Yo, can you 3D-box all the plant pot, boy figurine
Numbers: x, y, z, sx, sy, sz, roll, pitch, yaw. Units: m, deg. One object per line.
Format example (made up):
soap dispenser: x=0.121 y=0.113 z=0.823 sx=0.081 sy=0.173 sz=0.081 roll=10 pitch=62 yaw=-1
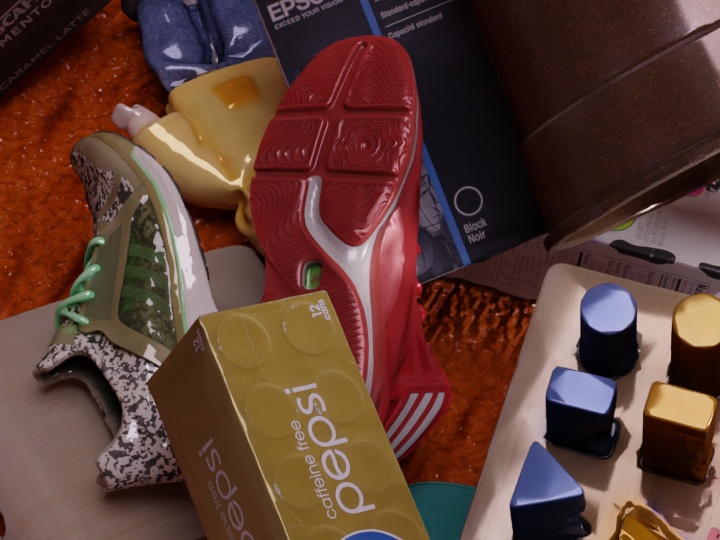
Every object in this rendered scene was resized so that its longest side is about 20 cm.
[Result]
plant pot: x=0.130 y=-0.140 z=1.338 sx=0.199 sy=0.200 sz=0.199 roll=-25 pitch=86 yaw=-21
boy figurine: x=-0.063 y=-0.077 z=1.479 sx=0.123 sy=0.065 sz=0.201 roll=-9 pitch=56 yaw=-22

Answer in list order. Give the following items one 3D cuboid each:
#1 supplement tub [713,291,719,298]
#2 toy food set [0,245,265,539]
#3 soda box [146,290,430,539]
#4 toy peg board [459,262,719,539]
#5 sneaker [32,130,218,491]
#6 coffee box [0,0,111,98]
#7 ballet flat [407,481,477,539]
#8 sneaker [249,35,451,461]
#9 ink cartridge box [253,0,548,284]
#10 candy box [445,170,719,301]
supplement tub: x=0.213 y=0.115 z=1.337 sx=0.145 sy=0.146 sz=0.200 roll=-29 pitch=64 yaw=-23
toy food set: x=-0.097 y=0.079 z=1.385 sx=0.199 sy=0.061 sz=0.144 roll=-19 pitch=61 yaw=-28
soda box: x=-0.018 y=0.113 z=1.217 sx=0.067 sy=0.064 sz=0.201 roll=-10 pitch=66 yaw=-33
toy peg board: x=0.146 y=0.092 z=1.219 sx=0.198 sy=0.098 sz=0.201 roll=15 pitch=65 yaw=11
sneaker: x=-0.113 y=0.019 z=1.345 sx=0.088 sy=0.077 sz=0.201 roll=-14 pitch=56 yaw=-15
coffee box: x=-0.229 y=-0.190 z=1.501 sx=0.114 sy=0.080 sz=0.200 roll=-42 pitch=67 yaw=2
ballet flat: x=0.088 y=0.153 z=1.336 sx=0.199 sy=0.075 sz=0.074 roll=16 pitch=50 yaw=44
sneaker: x=0.000 y=0.000 z=1.359 sx=0.078 sy=0.116 sz=0.201 roll=5 pitch=71 yaw=22
ink cartridge box: x=0.015 y=-0.095 z=1.397 sx=0.099 sy=0.039 sz=0.201 roll=-22 pitch=92 yaw=6
candy box: x=0.116 y=-0.067 z=1.487 sx=0.199 sy=0.072 sz=0.169 roll=14 pitch=57 yaw=3
